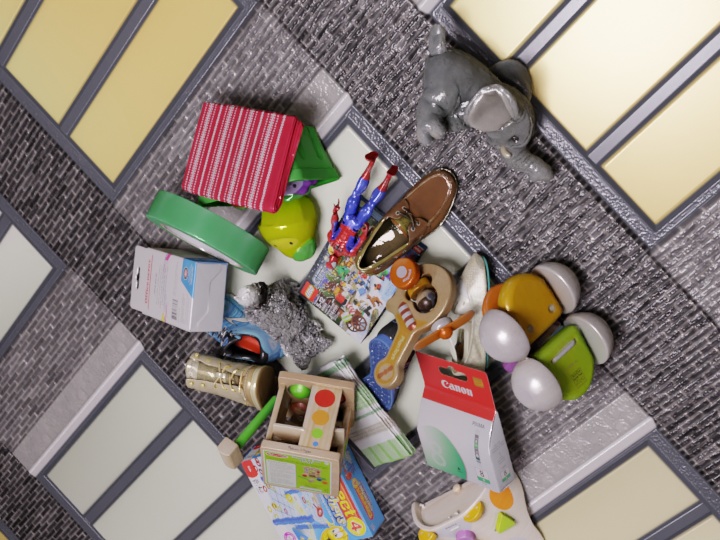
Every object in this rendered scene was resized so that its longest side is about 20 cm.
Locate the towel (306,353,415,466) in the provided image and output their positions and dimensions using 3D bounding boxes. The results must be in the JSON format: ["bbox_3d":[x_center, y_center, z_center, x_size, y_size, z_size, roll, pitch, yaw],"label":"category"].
[{"bbox_3d":[-0.002,0.235,1.782,0.201,0.031,0.149,51,151,-4],"label":"towel"}]

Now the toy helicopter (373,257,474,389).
[{"bbox_3d":[0.084,0.088,1.591,0.131,0.079,0.202,28,95,34],"label":"toy helicopter"}]

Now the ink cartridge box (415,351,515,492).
[{"bbox_3d":[0.150,0.236,1.672,0.160,0.050,0.202,13,130,48],"label":"ink cartridge box"}]

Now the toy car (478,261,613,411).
[{"bbox_3d":[0.252,0.101,1.557,0.201,0.174,0.150,55,154,-5],"label":"toy car"}]

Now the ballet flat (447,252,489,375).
[{"bbox_3d":[0.162,0.074,1.625,0.061,0.068,0.203,-9,113,-13],"label":"ballet flat"}]

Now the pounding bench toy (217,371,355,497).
[{"bbox_3d":[-0.115,0.246,1.706,0.197,0.157,0.125,8,143,5],"label":"pounding bench toy"}]

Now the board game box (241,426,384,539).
[{"bbox_3d":[-0.085,0.390,1.898,0.194,0.056,0.202,-21,101,32],"label":"board game box"}]

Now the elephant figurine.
[{"bbox_3d":[0.183,-0.225,1.475,0.197,0.155,0.143,11,73,10],"label":"elephant figurine"}]

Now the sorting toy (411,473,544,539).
[{"bbox_3d":[0.207,0.433,1.763,0.180,0.107,0.199,42,125,-19],"label":"sorting toy"}]

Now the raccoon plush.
[{"bbox_3d":[-0.131,0.096,1.722,0.097,0.199,0.135,-42,77,20],"label":"raccoon plush"}]

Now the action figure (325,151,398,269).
[{"bbox_3d":[-0.009,-0.081,1.619,0.065,0.052,0.201,31,124,8],"label":"action figure"}]

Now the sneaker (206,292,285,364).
[{"bbox_3d":[-0.218,0.100,1.818,0.198,0.090,0.079,21,119,20],"label":"sneaker"}]

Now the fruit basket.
[{"bbox_3d":[-0.135,-0.110,1.666,0.213,0.155,0.219,3,95,29],"label":"fruit basket"}]

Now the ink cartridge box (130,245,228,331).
[{"bbox_3d":[-0.308,0.027,1.805,0.199,0.067,0.117,15,100,48],"label":"ink cartridge box"}]

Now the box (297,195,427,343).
[{"bbox_3d":[0.000,0.000,1.698,0.136,0.038,0.201,37,122,8],"label":"box"}]

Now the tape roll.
[{"bbox_3d":[-0.243,-0.059,1.706,0.198,0.200,0.049,25,83,15],"label":"tape roll"}]

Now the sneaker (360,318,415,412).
[{"bbox_3d":[0.051,0.153,1.724,0.070,0.078,0.201,37,146,20],"label":"sneaker"}]

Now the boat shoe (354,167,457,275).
[{"bbox_3d":[0.070,-0.067,1.586,0.072,0.068,0.201,41,103,7],"label":"boat shoe"}]

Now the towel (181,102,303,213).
[{"bbox_3d":[-0.178,-0.171,1.599,0.198,0.022,0.147,15,90,36],"label":"towel"}]

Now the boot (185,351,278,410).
[{"bbox_3d":[-0.221,0.180,1.787,0.153,0.200,0.074,15,83,3],"label":"boot"}]
